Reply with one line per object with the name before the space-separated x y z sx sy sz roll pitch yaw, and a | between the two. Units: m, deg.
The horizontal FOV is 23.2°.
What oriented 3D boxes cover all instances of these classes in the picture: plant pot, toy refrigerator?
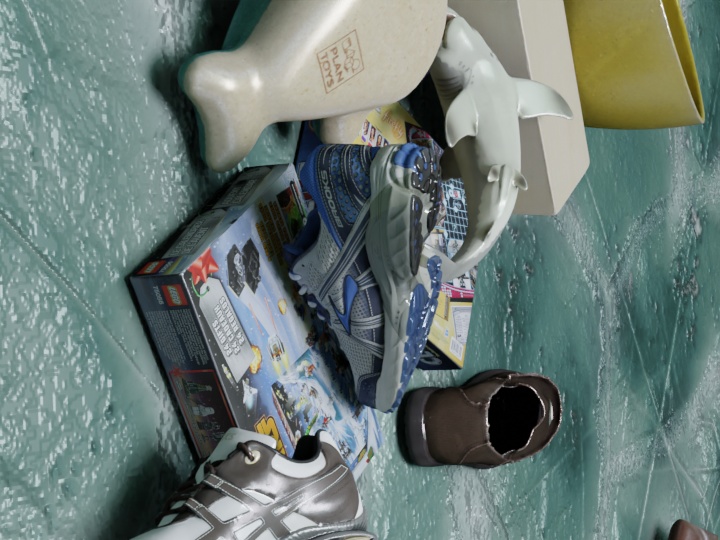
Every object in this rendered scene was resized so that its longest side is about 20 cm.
plant pot | 0.163 -0.188 1.308 0.200 0.141 0.201 -15 90 -75
toy refrigerator | 0.102 -0.144 1.215 0.076 0.070 0.201 -52 136 -47

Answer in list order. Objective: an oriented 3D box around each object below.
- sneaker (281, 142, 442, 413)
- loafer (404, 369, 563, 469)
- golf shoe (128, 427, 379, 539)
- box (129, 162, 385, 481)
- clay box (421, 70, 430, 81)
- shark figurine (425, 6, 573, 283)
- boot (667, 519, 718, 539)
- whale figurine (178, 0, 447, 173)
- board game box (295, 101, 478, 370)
sneaker | 0.000 0.000 1.029 0.077 0.085 0.201 -63 160 -45
loafer | 0.106 0.113 1.273 0.200 0.071 0.074 -7 93 -60
golf shoe | -0.083 0.135 0.937 0.199 0.078 0.095 -4 78 -42
box | -0.055 0.056 1.036 0.137 0.040 0.201 -49 128 -51
clay box | 0.016 -0.237 1.179 0.115 0.047 0.201 -51 131 -50
shark figurine | 0.065 -0.059 1.148 0.128 0.089 0.216 19 65 -29
boot | 0.269 0.282 1.541 0.187 0.064 0.200 76 33 -42
whale figurine | -0.039 -0.144 1.050 0.200 0.103 0.160 -40 136 -26
board game box | 0.021 -0.032 1.180 0.200 0.034 0.136 42 52 -50
